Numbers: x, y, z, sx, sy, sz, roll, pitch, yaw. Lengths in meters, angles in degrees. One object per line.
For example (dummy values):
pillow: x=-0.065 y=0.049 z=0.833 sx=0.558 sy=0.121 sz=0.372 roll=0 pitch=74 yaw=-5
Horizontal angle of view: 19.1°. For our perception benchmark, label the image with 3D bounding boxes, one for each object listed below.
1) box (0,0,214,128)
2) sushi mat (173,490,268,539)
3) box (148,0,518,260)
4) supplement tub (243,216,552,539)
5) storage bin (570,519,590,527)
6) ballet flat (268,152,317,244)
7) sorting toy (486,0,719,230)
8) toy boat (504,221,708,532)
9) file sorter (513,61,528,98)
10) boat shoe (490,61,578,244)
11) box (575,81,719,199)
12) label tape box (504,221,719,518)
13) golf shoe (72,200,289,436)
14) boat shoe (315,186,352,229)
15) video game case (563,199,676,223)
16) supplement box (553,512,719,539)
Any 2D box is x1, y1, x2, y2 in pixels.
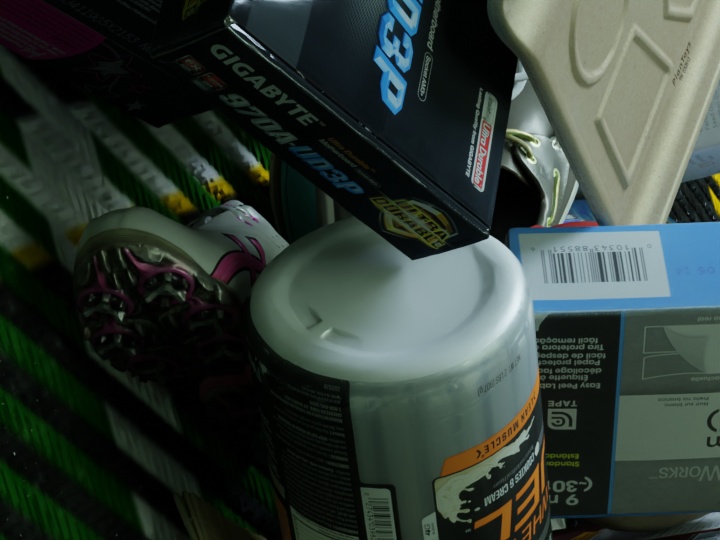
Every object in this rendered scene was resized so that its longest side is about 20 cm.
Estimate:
box: x=-0.095 y=-0.159 z=0.922 sx=0.200 sy=0.132 sz=0.115 roll=26 pitch=54 yaw=-56
sushi mat: x=-0.025 y=0.187 z=0.924 sx=0.096 sy=0.012 sz=0.200 roll=44 pitch=16 yaw=-52
box: x=0.003 y=-0.129 z=0.874 sx=0.159 sy=0.046 sz=0.201 roll=37 pitch=51 yaw=-36
supplement tub: x=0.021 y=0.085 z=0.934 sx=0.123 sy=0.122 sz=0.201 roll=-68 pitch=157 yaw=-48
storage bin: x=0.235 y=0.196 z=1.299 sx=0.094 sy=0.199 sz=0.136 roll=47 pitch=39 yaw=-45
ballet flat: x=0.000 y=0.000 z=1.123 sx=0.062 sy=0.067 sz=0.201 roll=-110 pitch=180 yaw=-71
sorting toy: x=0.119 y=-0.132 z=0.955 sx=0.200 sy=0.036 sz=0.186 roll=50 pitch=58 yaw=-54
toy boat: x=0.131 y=0.041 z=1.124 sx=0.200 sy=0.130 sz=0.131 roll=43 pitch=28 yaw=-26
file sorter: x=0.048 y=-0.168 z=1.081 sx=0.200 sy=0.124 sz=0.139 roll=139 pitch=-50 yaw=-76
boat shoe: x=0.081 y=-0.043 z=1.195 sx=0.060 sy=0.072 sz=0.202 roll=71 pitch=30 yaw=-65
box: x=0.180 y=-0.111 z=1.310 sx=0.152 sy=0.199 sz=0.107 roll=9 pitch=68 yaw=-76
label tape box: x=0.140 y=0.071 z=1.016 sx=0.063 sy=0.144 sz=0.201 roll=-92 pitch=179 yaw=-49
golf shoe: x=-0.072 y=0.007 z=0.962 sx=0.200 sy=0.072 sz=0.092 roll=43 pitch=37 yaw=-60
boat shoe: x=0.010 y=0.008 z=1.059 sx=0.067 sy=0.057 sz=0.201 roll=-102 pitch=-173 yaw=-65
video game case: x=0.196 y=0.030 z=1.272 sx=0.200 sy=0.046 sz=0.181 roll=40 pitch=20 yaw=22
supplement box: x=0.141 y=0.213 z=1.117 sx=0.197 sy=0.199 sz=0.133 roll=-18 pitch=94 yaw=-63
